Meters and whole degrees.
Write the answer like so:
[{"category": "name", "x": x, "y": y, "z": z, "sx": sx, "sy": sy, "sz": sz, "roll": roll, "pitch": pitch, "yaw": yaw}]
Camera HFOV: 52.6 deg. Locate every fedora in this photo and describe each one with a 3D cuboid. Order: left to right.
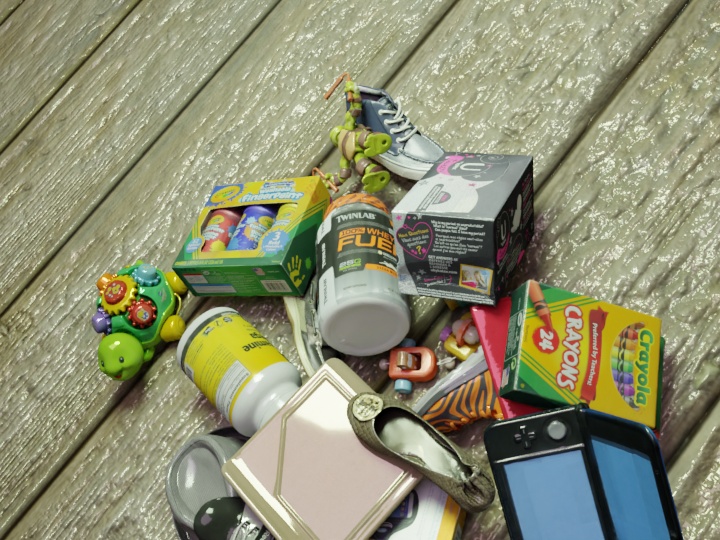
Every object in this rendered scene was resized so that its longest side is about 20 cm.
[{"category": "fedora", "x": -0.182, "y": 0.289, "z": 0.937, "sx": 0.176, "sy": 0.090, "sz": 0.201, "roll": -36, "pitch": 57, "yaw": 3}]

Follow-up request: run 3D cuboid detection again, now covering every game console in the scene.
[{"category": "game console", "x": 0.222, "y": 0.249, "z": 0.725, "sx": 0.168, "sy": 0.118, "sz": 0.204, "roll": -15, "pitch": 93, "yaw": 15}]

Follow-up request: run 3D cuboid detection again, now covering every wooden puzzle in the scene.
[{"category": "wooden puzzle", "x": -0.036, "y": 0.227, "z": 0.855, "sx": 0.200, "sy": 0.037, "sz": 0.184, "roll": -42, "pitch": 64, "yaw": -18}]

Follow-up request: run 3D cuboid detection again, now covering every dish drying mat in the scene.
[{"category": "dish drying mat", "x": 0.189, "y": 0.128, "z": 0.831, "sx": 0.075, "sy": 0.018, "sz": 0.204, "roll": -13, "pitch": 75, "yaw": -8}]

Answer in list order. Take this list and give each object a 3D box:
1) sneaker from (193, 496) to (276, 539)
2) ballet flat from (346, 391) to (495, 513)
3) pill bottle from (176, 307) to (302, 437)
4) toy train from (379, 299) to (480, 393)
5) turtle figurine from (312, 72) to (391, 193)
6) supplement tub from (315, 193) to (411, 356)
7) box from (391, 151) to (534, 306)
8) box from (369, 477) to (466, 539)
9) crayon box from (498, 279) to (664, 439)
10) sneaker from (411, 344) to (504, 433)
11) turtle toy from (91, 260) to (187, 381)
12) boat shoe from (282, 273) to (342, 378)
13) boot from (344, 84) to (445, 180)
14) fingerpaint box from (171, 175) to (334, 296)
[{"category": "sneaker", "x": -0.100, "y": 0.320, "z": 0.837, "sx": 0.197, "sy": 0.089, "sz": 0.075, "roll": 23, "pitch": 79, "yaw": -2}, {"category": "ballet flat", "x": 0.065, "y": 0.195, "z": 0.813, "sx": 0.198, "sy": 0.047, "sz": 0.067, "roll": 34, "pitch": 64, "yaw": 26}, {"category": "pill bottle", "x": -0.150, "y": 0.147, "z": 0.982, "sx": 0.199, "sy": 0.113, "sz": 0.113, "roll": 37, "pitch": 82, "yaw": 31}, {"category": "toy train", "x": 0.098, "y": 0.058, "z": 0.956, "sx": 0.147, "sy": 0.056, "sz": 0.204, "roll": 1, "pitch": 66, "yaw": 23}, {"category": "turtle figurine", "x": -0.009, "y": -0.170, "z": 1.058, "sx": 0.161, "sy": 0.063, "sz": 0.204, "roll": 46, "pitch": 126, "yaw": 53}, {"category": "supplement tub", "x": 0.000, "y": 0.000, "z": 0.973, "sx": 0.120, "sy": 0.123, "sz": 0.203, "roll": -18, "pitch": 46, "yaw": 13}, {"category": "box", "x": 0.133, "y": -0.062, "z": 0.911, "sx": 0.130, "sy": 0.117, "sz": 0.200, "roll": 7, "pitch": 30, "yaw": 25}, {"category": "box", "x": 0.029, "y": 0.271, "z": 0.873, "sx": 0.196, "sy": 0.042, "sz": 0.120, "roll": 4, "pitch": 50, "yaw": 26}, {"category": "crayon box", "x": 0.261, "y": 0.101, "z": 0.816, "sx": 0.196, "sy": 0.051, "sz": 0.129, "roll": 15, "pitch": 69, "yaw": -7}, {"category": "sneaker", "x": 0.143, "y": 0.170, "z": 0.872, "sx": 0.200, "sy": 0.077, "sz": 0.113, "roll": -44, "pitch": 70, "yaw": 13}, {"category": "turtle toy", "x": -0.347, "y": 0.072, "z": 1.106, "sx": 0.143, "sy": 0.101, "sz": 0.204, "roll": -13, "pitch": 61, "yaw": 16}, {"category": "boat shoe", "x": -0.054, "y": 0.086, "z": 0.995, "sx": 0.064, "sy": 0.073, "sz": 0.202, "roll": -31, "pitch": 57, "yaw": 11}, {"category": "boot", "x": 0.051, "y": -0.205, "z": 1.074, "sx": 0.198, "sy": 0.092, "sz": 0.073, "roll": 26, "pitch": 50, "yaw": 31}, {"category": "fingerpaint box", "x": -0.154, "y": -0.050, "z": 1.071, "sx": 0.196, "sy": 0.074, "sz": 0.169, "roll": -1, "pitch": 50, "yaw": 28}]
